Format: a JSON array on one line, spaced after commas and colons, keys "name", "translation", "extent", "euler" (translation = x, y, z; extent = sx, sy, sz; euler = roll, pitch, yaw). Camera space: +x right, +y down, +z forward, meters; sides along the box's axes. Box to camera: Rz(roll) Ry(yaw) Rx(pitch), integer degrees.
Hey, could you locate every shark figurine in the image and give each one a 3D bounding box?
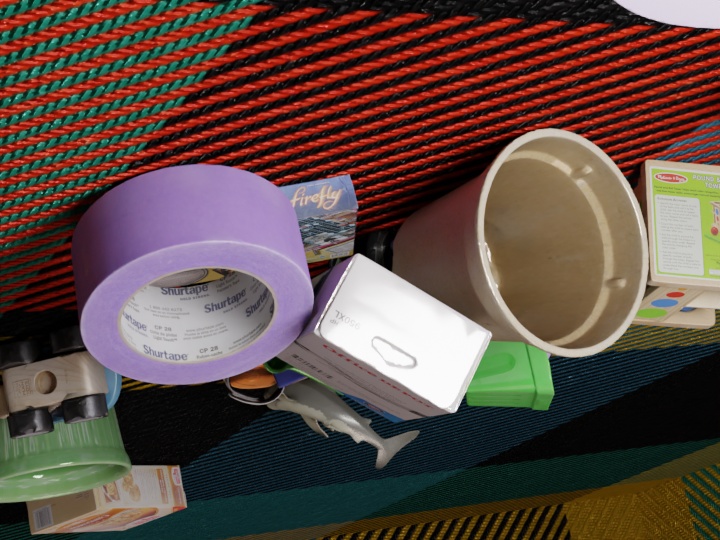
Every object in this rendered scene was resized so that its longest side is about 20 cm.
[{"name": "shark figurine", "translation": [-0.030, 0.171, 2.062], "extent": [0.213, 0.090, 0.128], "euler": [24, 162, 14]}]

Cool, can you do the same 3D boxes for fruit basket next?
[{"name": "fruit basket", "translation": [0.197, 0.063, 1.684], "extent": [0.214, 0.157, 0.216], "euler": [-11, 169, -2]}]

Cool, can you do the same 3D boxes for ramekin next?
[{"name": "ramekin", "translation": [-0.390, 0.217, 1.961], "extent": [0.198, 0.099, 0.200], "euler": [-11, 164, -3]}]

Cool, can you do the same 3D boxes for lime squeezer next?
[{"name": "lime squeezer", "translation": [-0.108, 0.090, 1.685], "extent": [0.199, 0.038, 0.071], "euler": [22, 151, 4]}]

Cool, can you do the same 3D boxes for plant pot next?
[{"name": "plant pot", "translation": [0.129, -0.012, 1.452], "extent": [0.199, 0.202, 0.183], "euler": [0, 172, -35]}]

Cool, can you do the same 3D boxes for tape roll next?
[{"name": "tape roll", "translation": [-0.144, 0.007, 1.346], "extent": [0.198, 0.085, 0.201], "euler": [-10, 144, -7]}]

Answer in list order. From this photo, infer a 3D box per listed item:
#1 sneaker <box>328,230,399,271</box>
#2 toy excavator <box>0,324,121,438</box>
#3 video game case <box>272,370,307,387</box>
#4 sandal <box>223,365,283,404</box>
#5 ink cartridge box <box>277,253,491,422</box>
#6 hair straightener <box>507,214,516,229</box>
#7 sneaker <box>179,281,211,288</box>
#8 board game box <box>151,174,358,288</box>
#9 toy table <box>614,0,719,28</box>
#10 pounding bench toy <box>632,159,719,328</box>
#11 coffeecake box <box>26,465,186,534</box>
[{"name": "sneaker", "translation": [0.000, 0.000, 1.599], "extent": [0.082, 0.071, 0.200], "euler": [18, 157, -17]}, {"name": "toy excavator", "translation": [-0.341, 0.131, 1.741], "extent": [0.193, 0.101, 0.200], "euler": [-14, 172, 11]}, {"name": "video game case", "translation": [0.023, 0.062, 1.763], "extent": [0.199, 0.046, 0.181], "euler": [-26, 175, 38]}, {"name": "sandal", "translation": [-0.131, 0.134, 1.939], "extent": [0.078, 0.060, 0.207], "euler": [-11, 164, -4]}, {"name": "ink cartridge box", "translation": [0.015, 0.066, 1.431], "extent": [0.144, 0.085, 0.200], "euler": [30, 167, -9]}, {"name": "hair straightener", "translation": [0.166, -0.040, 1.629], "extent": [0.076, 0.041, 0.200], "euler": [-15, 168, 9]}, {"name": "sneaker", "translation": [-0.139, 0.034, 1.586], "extent": [0.074, 0.088, 0.200], "euler": [7, -163, 18]}, {"name": "board game box", "translation": [-0.104, -0.032, 1.444], "extent": [0.198, 0.035, 0.136], "euler": [-10, 164, -6]}, {"name": "toy table", "translation": [0.199, -0.219, 0.889], "extent": [0.183, 0.118, 0.199], "euler": [-23, 160, 34]}, {"name": "pounding bench toy", "translation": [0.282, -0.023, 1.585], "extent": [0.198, 0.125, 0.156], "euler": [4, 161, -13]}, {"name": "coffeecake box", "translation": [-0.398, 0.359, 2.478], "extent": [0.153, 0.074, 0.199], "euler": [-24, 161, 33]}]
